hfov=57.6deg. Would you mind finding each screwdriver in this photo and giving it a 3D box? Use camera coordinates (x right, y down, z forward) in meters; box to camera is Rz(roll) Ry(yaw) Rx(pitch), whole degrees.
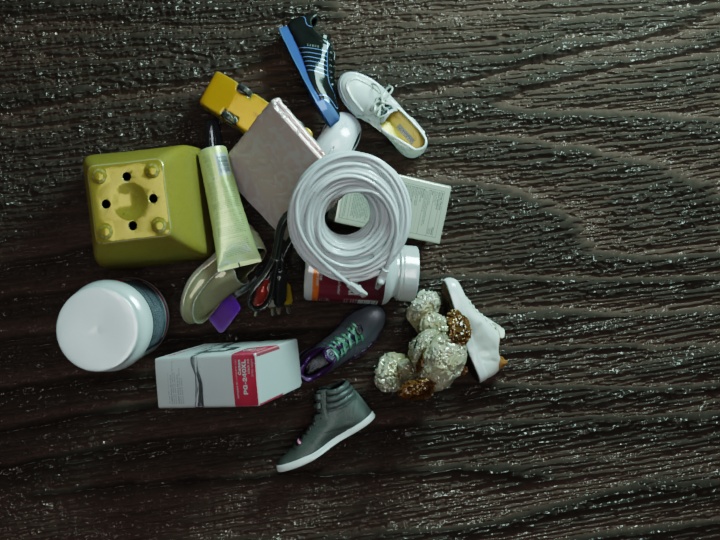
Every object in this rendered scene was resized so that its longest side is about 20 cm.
[{"bbox_3d":[-0.257,-0.164,1.160,0.028,0.028,0.206,0,88,-34],"label":"screwdriver"}]

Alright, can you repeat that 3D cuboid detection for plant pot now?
[{"bbox_3d":[-0.353,-0.106,1.069,0.190,0.200,0.200,-7,92,-4],"label":"plant pot"}]

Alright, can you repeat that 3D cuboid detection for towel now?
[{"bbox_3d":[-0.128,-0.160,1.101,0.191,0.199,0.032,47,45,-9],"label":"towel"}]

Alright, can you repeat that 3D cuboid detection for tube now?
[{"bbox_3d":[-0.228,-0.104,1.104,0.057,0.052,0.205,-16,88,25],"label":"tube"}]

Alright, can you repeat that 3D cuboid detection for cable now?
[{"bbox_3d":[-0.016,-0.084,1.022,0.197,0.069,0.202,28,104,-17],"label":"cable"},{"bbox_3d":[-0.151,-0.008,1.128,0.095,0.050,0.205,-5,112,-33],"label":"cable"}]

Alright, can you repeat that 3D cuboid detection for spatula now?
[{"bbox_3d":[-0.196,0.022,1.173,0.200,0.021,0.056,-45,70,-7],"label":"spatula"}]

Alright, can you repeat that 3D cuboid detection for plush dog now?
[{"bbox_3d":[0.129,0.152,1.129,0.158,0.172,0.203,31,88,-3],"label":"plush dog"}]

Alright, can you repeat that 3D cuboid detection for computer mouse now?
[{"bbox_3d":[-0.064,-0.194,1.171,0.108,0.044,0.204,27,89,-4],"label":"computer mouse"}]

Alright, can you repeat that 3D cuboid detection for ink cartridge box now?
[{"bbox_3d":[-0.217,0.168,1.080,0.195,0.145,0.086,-5,92,22],"label":"ink cartridge box"}]

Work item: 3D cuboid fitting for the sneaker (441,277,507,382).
[{"bbox_3d":[0.209,0.095,1.193,0.083,0.073,0.204,-25,104,-8],"label":"sneaker"}]

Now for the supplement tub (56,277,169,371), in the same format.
[{"bbox_3d":[-0.398,0.085,1.068,0.136,0.200,0.145,0,91,-5],"label":"supplement tub"}]

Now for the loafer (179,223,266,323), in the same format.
[{"bbox_3d":[-0.235,0.011,1.131,0.068,0.076,0.202,30,82,29],"label":"loafer"}]

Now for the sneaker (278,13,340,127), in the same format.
[{"bbox_3d":[-0.071,-0.355,1.147,0.077,0.070,0.204,-26,85,0],"label":"sneaker"}]

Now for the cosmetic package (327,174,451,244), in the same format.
[{"bbox_3d":[0.049,-0.118,1.150,0.195,0.073,0.106,11,96,-15],"label":"cosmetic package"}]

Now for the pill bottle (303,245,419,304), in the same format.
[{"bbox_3d":[0.000,0.000,1.145,0.194,0.114,0.118,3,91,-5],"label":"pill bottle"}]

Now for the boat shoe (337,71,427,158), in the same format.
[{"bbox_3d":[0.041,-0.279,1.157,0.202,0.086,0.075,44,87,-5],"label":"boat shoe"}]

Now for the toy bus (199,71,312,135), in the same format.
[{"bbox_3d":[-0.180,-0.262,1.142,0.197,0.078,0.066,32,88,-5],"label":"toy bus"}]

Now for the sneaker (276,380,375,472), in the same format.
[{"bbox_3d":[-0.079,0.270,1.169,0.197,0.071,0.101,-31,92,-10],"label":"sneaker"}]

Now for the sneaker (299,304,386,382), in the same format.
[{"bbox_3d":[-0.031,0.136,1.158,0.199,0.088,0.075,-39,94,-3],"label":"sneaker"}]
